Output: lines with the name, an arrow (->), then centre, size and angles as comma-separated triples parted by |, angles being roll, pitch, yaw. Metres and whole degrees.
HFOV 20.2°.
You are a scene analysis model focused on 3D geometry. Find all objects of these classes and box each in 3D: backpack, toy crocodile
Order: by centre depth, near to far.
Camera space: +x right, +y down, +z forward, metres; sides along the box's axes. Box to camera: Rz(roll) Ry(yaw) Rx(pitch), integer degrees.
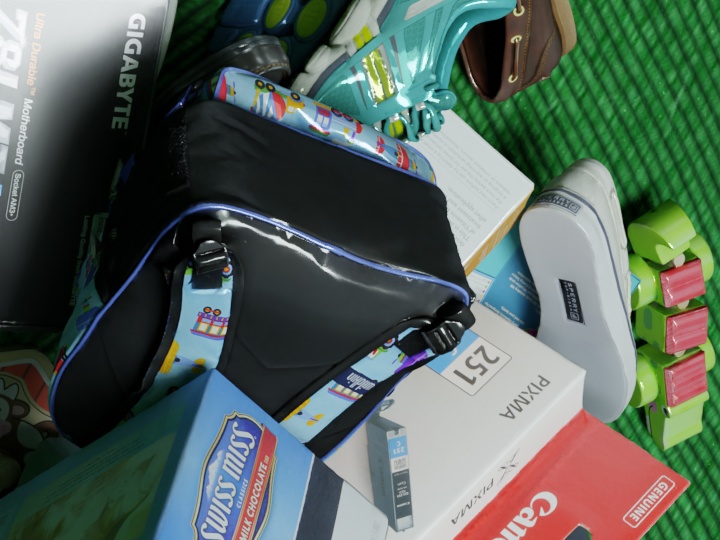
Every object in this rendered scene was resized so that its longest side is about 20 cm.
backpack -> -0.064, 0.019, 1.045 | 0.182, 0.135, 0.200 | 19, 131, -28
toy crocodile -> 0.217, 0.040, 1.409 | 0.067, 0.062, 0.200 | -20, 121, -22

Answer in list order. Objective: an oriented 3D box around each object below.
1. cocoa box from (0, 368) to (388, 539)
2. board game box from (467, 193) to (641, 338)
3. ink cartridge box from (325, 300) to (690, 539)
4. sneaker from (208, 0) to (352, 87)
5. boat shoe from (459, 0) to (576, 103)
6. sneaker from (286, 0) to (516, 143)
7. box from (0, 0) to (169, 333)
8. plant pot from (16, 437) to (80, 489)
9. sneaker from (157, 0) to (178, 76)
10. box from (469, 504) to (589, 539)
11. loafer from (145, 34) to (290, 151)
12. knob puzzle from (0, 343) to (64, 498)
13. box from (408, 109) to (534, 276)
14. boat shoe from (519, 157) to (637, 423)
cocoa box -> -0.108, 0.167, 0.996 | 0.200, 0.133, 0.131 | -32, 116, 33
board game box -> 0.072, 0.045, 1.335 | 0.151, 0.047, 0.200 | 35, 92, -37
ink cartridge box -> 0.071, 0.131, 1.207 | 0.200, 0.176, 0.045 | -42, 151, -27
sneaker -> -0.051, -0.096, 1.193 | 0.083, 0.071, 0.200 | 8, 106, -55
boat shoe -> 0.077, -0.183, 1.205 | 0.070, 0.070, 0.200 | -37, 134, -15
sneaker -> 0.010, -0.098, 1.118 | 0.200, 0.080, 0.078 | -55, 170, -3
box -> -0.211, -0.068, 1.041 | 0.198, 0.050, 0.200 | 5, 112, -22
plant pot -> -0.104, 0.240, 1.206 | 0.196, 0.200, 0.197 | 14, 104, -45
sneaker -> -0.169, -0.098, 1.109 | 0.085, 0.073, 0.200 | 26, 91, -25
box -> 0.059, 0.234, 1.281 | 0.104, 0.200, 0.182 | 20, 132, -35
loafer -> -0.094, -0.047, 1.129 | 0.073, 0.072, 0.200 | -9, 146, -49
knob puzzle -> -0.238, 0.135, 1.202 | 0.219, 0.030, 0.220 | -12, 117, -25
box -> 0.000, 0.000, 1.205 | 0.097, 0.124, 0.200 | 42, 87, 5
boat shoe -> 0.148, 0.013, 1.295 | 0.070, 0.071, 0.200 | -52, 142, -34
